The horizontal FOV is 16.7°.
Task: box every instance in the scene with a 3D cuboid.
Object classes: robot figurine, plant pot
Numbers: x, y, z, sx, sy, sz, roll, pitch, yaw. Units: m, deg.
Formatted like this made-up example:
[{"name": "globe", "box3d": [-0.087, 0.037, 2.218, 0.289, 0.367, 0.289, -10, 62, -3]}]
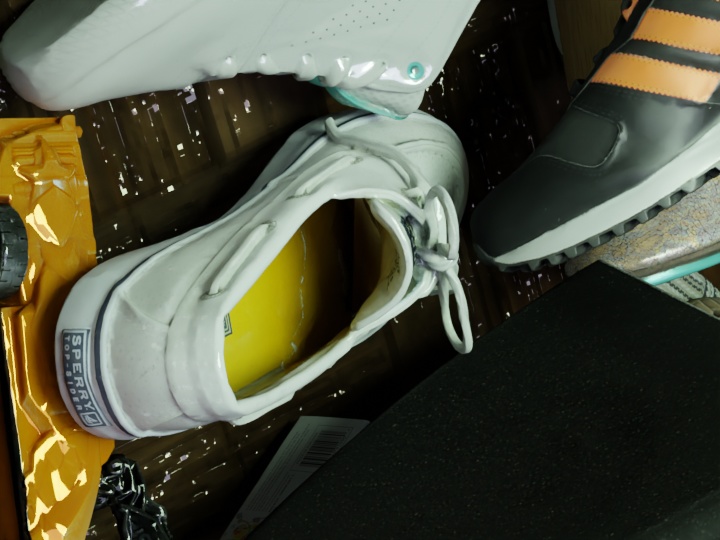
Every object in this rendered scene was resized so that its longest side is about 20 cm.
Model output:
[{"name": "robot figurine", "box3d": [-0.121, 0.056, 0.717, 0.145, 0.058, 0.201, -2, 85, -41]}, {"name": "plant pot", "box3d": [0.064, 0.139, 0.741, 0.177, 0.199, 0.200, -25, 110, -13]}]

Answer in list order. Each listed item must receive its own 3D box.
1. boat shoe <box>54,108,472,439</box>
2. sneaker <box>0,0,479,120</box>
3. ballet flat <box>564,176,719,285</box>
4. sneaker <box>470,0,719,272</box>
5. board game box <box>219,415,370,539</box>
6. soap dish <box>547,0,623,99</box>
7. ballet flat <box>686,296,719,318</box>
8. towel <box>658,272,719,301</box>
[{"name": "boat shoe", "box3d": [-0.001, -0.004, 0.756, 0.202, 0.086, 0.075, -29, 112, -53]}, {"name": "sneaker", "box3d": [-0.015, -0.082, 0.774, 0.200, 0.075, 0.089, -29, 111, -24]}, {"name": "ballet flat", "box3d": [0.142, -0.044, 0.888, 0.200, 0.068, 0.067, -18, 96, -39]}, {"name": "sneaker", "box3d": [0.107, -0.080, 0.779, 0.200, 0.070, 0.090, -34, 87, 13]}, {"name": "board game box", "box3d": [-0.024, 0.168, 0.818, 0.135, 0.034, 0.200, 55, 54, -32]}, {"name": "soap dish", "box3d": [0.154, -0.156, 0.857, 0.200, 0.081, 0.158, -19, 112, -25]}, {"name": "ballet flat", "box3d": [0.184, 0.067, 0.917, 0.200, 0.046, 0.068, 35, 64, -32]}, {"name": "towel", "box3d": [0.127, 0.118, 0.909, 0.193, 0.034, 0.200, 43, 63, -31]}]
